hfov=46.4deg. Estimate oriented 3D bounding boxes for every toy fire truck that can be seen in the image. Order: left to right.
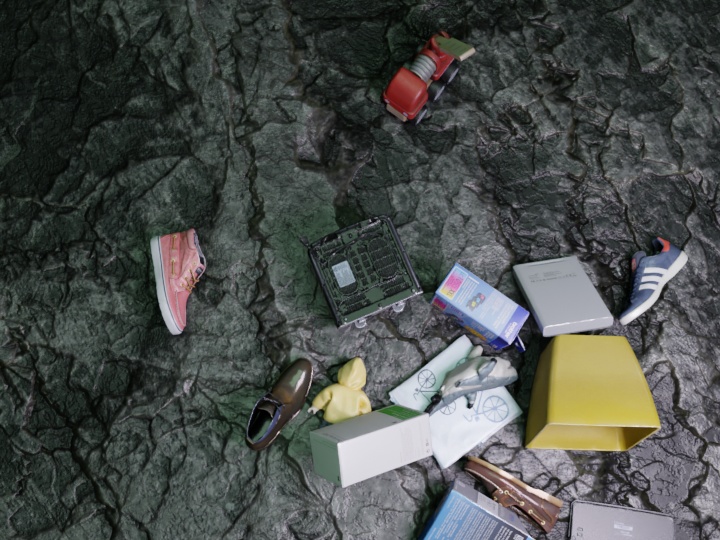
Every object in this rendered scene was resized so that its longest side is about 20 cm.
[{"bbox_3d":[0.138,-0.395,1.664,0.128,0.200,0.176,37,80,7],"label":"toy fire truck"}]

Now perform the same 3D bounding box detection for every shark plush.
[{"bbox_3d":[0.202,0.228,1.587,0.199,0.091,0.084,-37,110,-13],"label":"shark plush"}]

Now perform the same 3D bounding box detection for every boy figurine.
[{"bbox_3d":[-0.037,0.263,1.594,0.123,0.064,0.202,10,77,1],"label":"boy figurine"}]

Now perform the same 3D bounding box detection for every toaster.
[{"bbox_3d":[0.000,0.000,1.621,0.179,0.119,0.201,-23,80,-7],"label":"toaster"}]

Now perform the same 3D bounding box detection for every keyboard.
[{"bbox_3d":[0.489,0.509,1.578,0.198,0.021,0.128,9,73,1],"label":"keyboard"}]

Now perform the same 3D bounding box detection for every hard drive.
[{"bbox_3d":[0.381,0.046,1.601,0.131,0.027,0.201,-8,35,-3],"label":"hard drive"}]

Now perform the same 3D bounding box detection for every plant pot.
[{"bbox_3d":[0.416,0.223,1.555,0.198,0.200,0.178,2,67,-1],"label":"plant pot"}]

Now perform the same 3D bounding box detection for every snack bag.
[{"bbox_3d":[0.183,0.257,1.622,0.199,0.021,0.189,-36,81,-8],"label":"snack bag"}]

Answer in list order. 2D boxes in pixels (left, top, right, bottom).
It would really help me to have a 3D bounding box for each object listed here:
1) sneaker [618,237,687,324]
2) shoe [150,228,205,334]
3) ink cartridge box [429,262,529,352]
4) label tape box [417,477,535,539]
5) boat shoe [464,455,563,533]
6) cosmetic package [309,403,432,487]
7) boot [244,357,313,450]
[{"bbox_3d":[0.554,0.017,1.656,0.084,0.075,0.200,42,71,5],"label":"sneaker"},{"bbox_3d":[-0.345,0.018,1.633,0.090,0.072,0.202,-14,74,2],"label":"shoe"},{"bbox_3d":[0.236,0.080,1.600,0.199,0.137,0.077,33,81,6],"label":"ink cartridge box"},{"bbox_3d":[0.220,0.497,1.529,0.199,0.063,0.145,30,101,5],"label":"label tape box"},{"bbox_3d":[0.279,0.418,1.565,0.199,0.070,0.071,28,78,5],"label":"boat shoe"},{"bbox_3d":[0.020,0.313,1.516,0.199,0.107,0.086,-11,99,-33],"label":"cosmetic package"},{"bbox_3d":[-0.151,0.250,1.577,0.074,0.097,0.201,30,80,5],"label":"boot"}]
